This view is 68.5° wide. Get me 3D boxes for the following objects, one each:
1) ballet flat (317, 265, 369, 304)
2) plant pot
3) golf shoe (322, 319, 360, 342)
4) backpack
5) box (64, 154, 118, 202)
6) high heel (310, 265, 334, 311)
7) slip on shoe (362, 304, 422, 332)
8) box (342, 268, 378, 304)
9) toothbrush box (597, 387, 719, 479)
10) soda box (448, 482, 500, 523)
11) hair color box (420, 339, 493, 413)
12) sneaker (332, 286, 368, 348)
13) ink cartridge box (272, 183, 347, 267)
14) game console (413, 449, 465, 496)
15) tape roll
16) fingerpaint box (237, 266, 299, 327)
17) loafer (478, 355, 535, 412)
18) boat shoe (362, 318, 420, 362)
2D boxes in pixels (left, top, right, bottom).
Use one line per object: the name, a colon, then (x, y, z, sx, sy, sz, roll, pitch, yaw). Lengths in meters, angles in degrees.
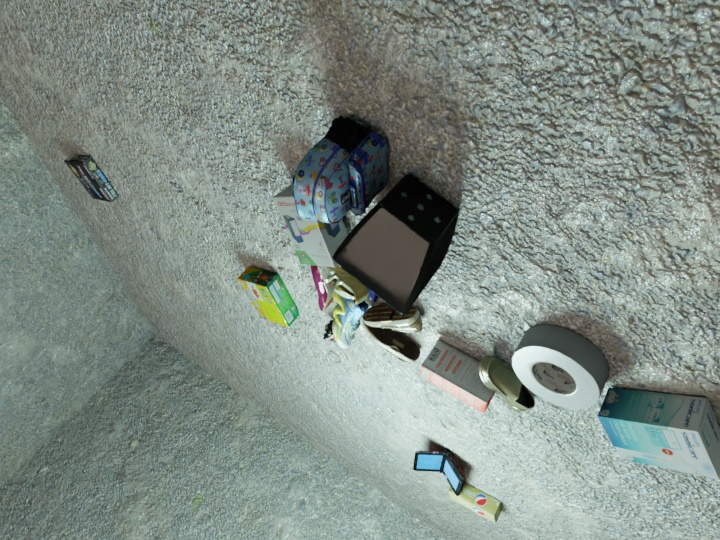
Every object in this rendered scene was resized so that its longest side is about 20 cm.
ballet flat: (-0.065, 0.021, 1.454, 0.198, 0.063, 0.069, 35, 150, 18)
plant pot: (0.090, -0.073, 1.104, 0.198, 0.200, 0.179, 37, 139, 7)
golf shoe: (-0.043, 0.188, 1.715, 0.087, 0.079, 0.199, 23, 154, -25)
backpack: (-0.046, -0.187, 1.093, 0.133, 0.201, 0.185, 27, 147, 21)
box: (-1.146, -0.393, 2.256, 0.196, 0.050, 0.202, 15, 141, 39)
high heel: (-0.121, 0.043, 1.612, 0.095, 0.067, 0.202, 34, 139, 13)
slip on shoe: (0.089, 0.140, 1.480, 0.197, 0.077, 0.061, -6, 127, 40)
box: (0.000, 0.000, 1.446, 0.120, 0.032, 0.202, 31, 147, 19)
toothbrush box: (0.622, 0.332, 1.096, 0.198, 0.086, 0.148, -6, 126, 50)
soda box: (0.438, 0.877, 2.024, 0.197, 0.064, 0.069, 16, 142, 36)
hair color box: (0.270, 0.281, 1.423, 0.197, 0.102, 0.062, 28, 148, 24)
sneaker: (-0.028, 0.140, 1.566, 0.103, 0.075, 0.205, 4, 110, 31)
ink cartridge box: (-0.120, -0.119, 1.354, 0.143, 0.087, 0.204, 6, 124, 44)
game console: (0.291, 0.760, 1.976, 0.174, 0.117, 0.202, 56, 162, 35)
tape roll: (0.441, 0.216, 1.177, 0.198, 0.066, 0.202, 29, 148, 20)
fingerpaint box: (-0.329, 0.093, 1.902, 0.164, 0.074, 0.203, 12, 138, 39)
loafer: (0.376, 0.285, 1.338, 0.200, 0.076, 0.068, 43, 149, -21)
boat shoe: (0.082, 0.208, 1.576, 0.201, 0.075, 0.075, 41, 156, 1)
